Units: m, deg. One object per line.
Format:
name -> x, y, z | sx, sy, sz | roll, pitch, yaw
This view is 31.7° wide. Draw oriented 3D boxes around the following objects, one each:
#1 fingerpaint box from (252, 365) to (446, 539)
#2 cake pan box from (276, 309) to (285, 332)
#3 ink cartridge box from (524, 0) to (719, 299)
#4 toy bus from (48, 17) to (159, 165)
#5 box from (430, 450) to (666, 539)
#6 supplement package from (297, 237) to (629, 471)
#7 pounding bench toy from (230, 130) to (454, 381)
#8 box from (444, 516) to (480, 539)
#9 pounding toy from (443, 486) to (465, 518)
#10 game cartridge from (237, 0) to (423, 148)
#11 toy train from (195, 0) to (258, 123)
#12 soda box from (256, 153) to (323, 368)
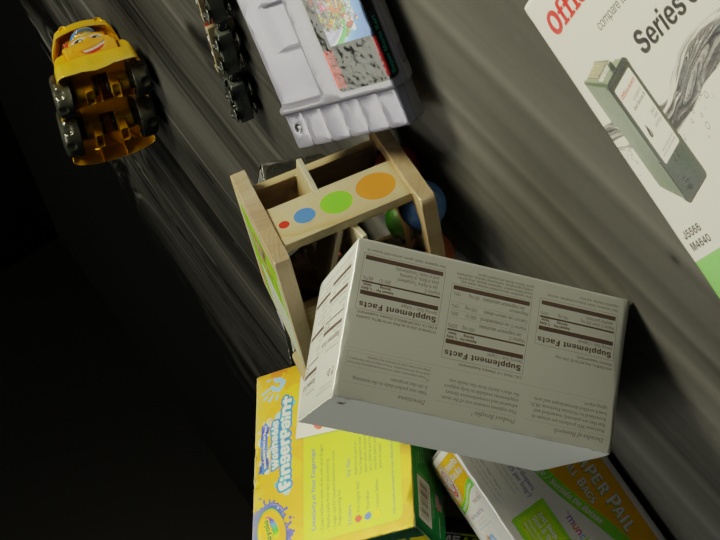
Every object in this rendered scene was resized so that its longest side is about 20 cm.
fingerpaint box -> -0.012, 0.177, 1.163 | 0.073, 0.165, 0.202 | 49, -151, -45
cake pan box -> -0.037, 0.090, 1.544 | 0.184, 0.052, 0.202 | 34, 151, 50
ink cartridge box -> 0.176, -0.088, 0.570 | 0.201, 0.083, 0.146 | 56, 163, 7
toy bus -> -0.369, -0.277, 1.754 | 0.201, 0.134, 0.194 | 96, 155, -61
box -> 0.162, 0.206, 1.069 | 0.201, 0.112, 0.102 | 55, 165, 13
supplement package -> 0.068, 0.068, 0.919 | 0.156, 0.197, 0.113 | 132, 150, -73
pounding bench toy -> 0.000, 0.000, 1.082 | 0.125, 0.154, 0.202 | -121, 13, -46
box -> 0.132, 0.295, 1.213 | 0.194, 0.196, 0.048 | 85, -168, -60
pounding toy -> 0.029, 0.233, 1.296 | 0.197, 0.144, 0.185 | 20, 156, 4
game cartridge -> -0.037, -0.198, 0.981 | 0.128, 0.038, 0.202 | -5, 115, 46
toy train -> -0.141, -0.236, 1.308 | 0.201, 0.034, 0.046 | 78, 166, -50
soda box -> -0.052, -0.010, 1.263 | 0.063, 0.070, 0.203 | 109, 150, -70
